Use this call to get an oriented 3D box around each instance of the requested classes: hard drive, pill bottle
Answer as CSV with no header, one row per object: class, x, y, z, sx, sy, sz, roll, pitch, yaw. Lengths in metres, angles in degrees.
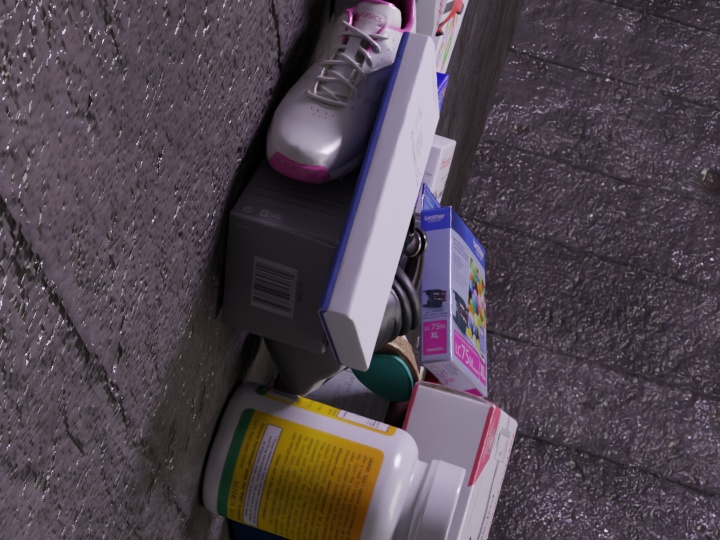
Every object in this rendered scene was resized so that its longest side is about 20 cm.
hard drive,0.016,-0.044,0.933,0.132,0.025,0.202,76,29,-70
pill bottle,-0.019,0.172,1.105,0.113,0.198,0.114,16,90,-84

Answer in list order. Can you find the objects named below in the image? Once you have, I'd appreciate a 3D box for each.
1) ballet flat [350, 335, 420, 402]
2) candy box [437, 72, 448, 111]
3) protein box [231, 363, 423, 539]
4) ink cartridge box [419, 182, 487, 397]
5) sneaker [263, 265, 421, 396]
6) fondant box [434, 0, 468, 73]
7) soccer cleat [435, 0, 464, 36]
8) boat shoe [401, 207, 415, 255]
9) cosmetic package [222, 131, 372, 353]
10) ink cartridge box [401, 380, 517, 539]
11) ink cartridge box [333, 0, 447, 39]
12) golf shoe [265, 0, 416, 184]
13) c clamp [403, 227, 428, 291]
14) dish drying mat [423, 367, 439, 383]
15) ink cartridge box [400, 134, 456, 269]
ballet flat,0.010,0.053,1.218,0.200,0.070,0.066,55,41,-55
candy box,0.020,-0.091,1.337,0.169,0.076,0.202,-59,163,-68
protein box,-0.032,0.204,1.357,0.199,0.134,0.201,94,14,-61
ink cartridge box,0.097,0.020,1.396,0.119,0.042,0.202,45,39,-58
sneaker,-0.013,0.045,1.082,0.099,0.071,0.200,-27,-179,-22
fondant box,0.082,-0.294,1.445,0.144,0.058,0.202,81,25,-75
soccer cleat,0.021,-0.193,1.181,0.201,0.068,0.085,-59,138,-11
boat shoe,0.015,-0.086,1.130,0.066,0.074,0.201,-37,130,-31
cosmetic package,-0.029,-0.048,0.990,0.201,0.089,0.107,-62,164,-47
ink cartridge box,0.087,0.194,1.303,0.200,0.082,0.148,38,67,-73
ink cartridge box,0.049,-0.295,1.039,0.147,0.085,0.201,96,14,-58
golf shoe,-0.011,-0.137,0.942,0.201,0.075,0.092,-61,167,-48
c clamp,0.000,0.000,1.231,0.199,0.027,0.172,2,115,-50
dish drying mat,0.067,0.163,1.429,0.077,0.018,0.202,56,46,-82
ink cartridge box,0.038,-0.059,1.528,0.145,0.083,0.202,-43,149,-77
